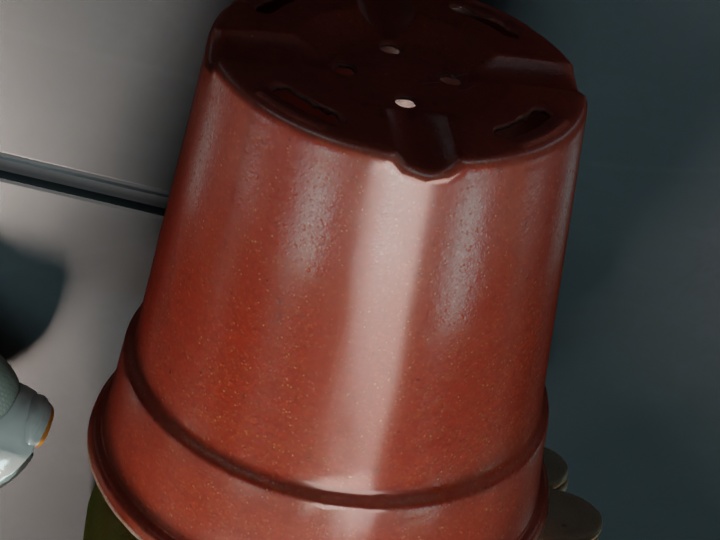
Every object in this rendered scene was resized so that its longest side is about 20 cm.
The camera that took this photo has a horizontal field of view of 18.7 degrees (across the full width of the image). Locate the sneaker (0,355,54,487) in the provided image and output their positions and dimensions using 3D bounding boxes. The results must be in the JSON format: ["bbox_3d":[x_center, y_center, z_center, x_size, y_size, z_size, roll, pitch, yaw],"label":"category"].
[{"bbox_3d":[-0.240,0.074,0.983,0.199,0.076,0.092,-26,112,15],"label":"sneaker"}]

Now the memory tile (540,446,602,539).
[{"bbox_3d":[0.027,0.102,0.966,0.153,0.200,0.017,1,112,-14],"label":"memory tile"}]

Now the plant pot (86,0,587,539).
[{"bbox_3d":[0.000,0.000,0.881,0.200,0.201,0.196,3,123,-14],"label":"plant pot"}]

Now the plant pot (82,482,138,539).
[{"bbox_3d":[-0.060,0.175,1.016,0.199,0.190,0.201,-5,133,-5],"label":"plant pot"}]
